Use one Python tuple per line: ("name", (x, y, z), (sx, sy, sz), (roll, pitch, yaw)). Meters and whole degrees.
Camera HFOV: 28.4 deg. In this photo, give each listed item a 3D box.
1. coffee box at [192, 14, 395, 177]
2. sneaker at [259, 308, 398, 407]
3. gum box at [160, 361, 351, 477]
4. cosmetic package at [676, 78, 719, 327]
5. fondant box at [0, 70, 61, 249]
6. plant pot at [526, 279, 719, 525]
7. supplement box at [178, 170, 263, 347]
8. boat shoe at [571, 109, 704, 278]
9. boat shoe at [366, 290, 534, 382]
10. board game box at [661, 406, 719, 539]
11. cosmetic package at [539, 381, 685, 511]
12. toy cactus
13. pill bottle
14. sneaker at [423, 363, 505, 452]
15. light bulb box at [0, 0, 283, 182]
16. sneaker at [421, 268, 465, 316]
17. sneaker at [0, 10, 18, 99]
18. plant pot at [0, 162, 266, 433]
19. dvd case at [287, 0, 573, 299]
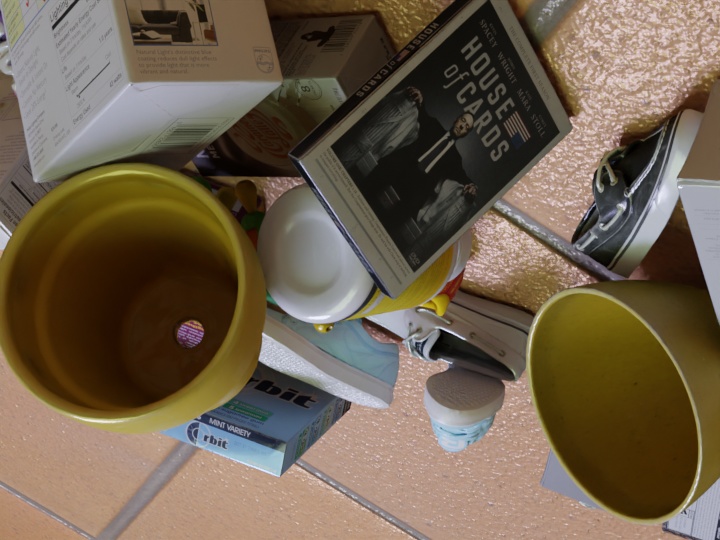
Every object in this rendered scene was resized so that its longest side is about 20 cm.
("coffee box", (-0.064, -0.141, 1.178), (0.199, 0.080, 0.115), (3, 140, 34))
("sneaker", (-0.043, 0.066, 1.418), (0.200, 0.082, 0.074), (31, 155, -34))
("gum box", (-0.118, 0.136, 1.506), (0.169, 0.200, 0.045), (18, 111, 15))
("cosmetic package", (0.300, -0.031, 1.032), (0.081, 0.113, 0.200), (5, 139, 31))
("fondant box", (-0.319, -0.109, 1.302), (0.144, 0.200, 0.058), (-1, 137, 39))
("plant pot", (0.254, 0.089, 1.173), (0.200, 0.142, 0.201), (34, 134, 45))
("supplement box", (-0.173, 0.003, 1.437), (0.130, 0.103, 0.200), (20, 146, 9))
("boat shoe", (0.209, -0.060, 1.095), (0.063, 0.071, 0.200), (24, 149, 5))
("boat shoe", (0.071, 0.053, 1.357), (0.199, 0.067, 0.074), (12, 144, 24))
("board game box", (0.386, 0.190, 1.283), (0.199, 0.097, 0.160), (16, 146, 18))
("cosmetic package", (0.242, 0.148, 1.347), (0.106, 0.090, 0.200), (21, 150, 11))
("toy cactus", (-0.090, 0.003, 1.275), (0.200, 0.102, 0.165), (28, 127, -22))
("pill bottle", (0.012, -0.020, 1.178), (0.112, 0.200, 0.113), (3, 95, 32))
("sneaker", (0.099, 0.138, 1.345), (0.074, 0.082, 0.200), (11, -173, 13))
("light bulb box", (-0.174, -0.193, 1.057), (0.124, 0.201, 0.198), (-5, 167, -35))
("sneaker", (0.000, 0.000, 1.331), (0.199, 0.077, 0.073), (4, 142, 35))
("sneaker", (-0.295, -0.241, 1.227), (0.201, 0.088, 0.081), (64, 178, -17))
("plant pot", (-0.162, 0.036, 1.133), (0.200, 0.201, 0.189), (19, 171, 15))
("dvd case", (0.057, -0.097, 1.051), (0.025, 0.200, 0.150), (33, 162, 52))
